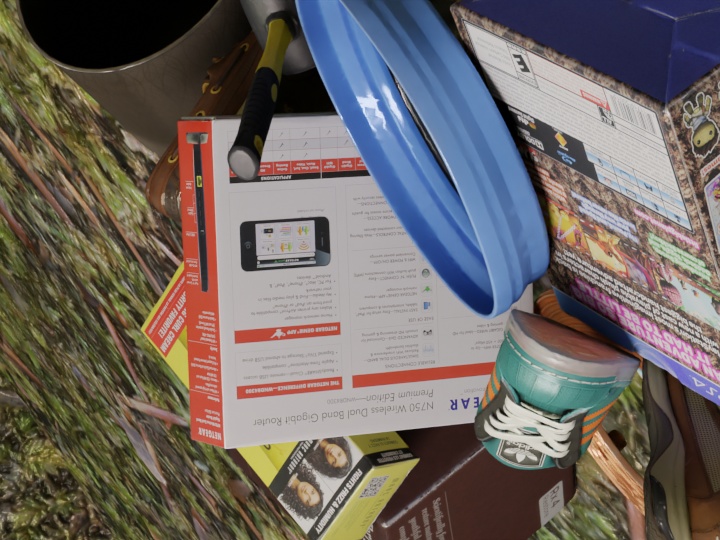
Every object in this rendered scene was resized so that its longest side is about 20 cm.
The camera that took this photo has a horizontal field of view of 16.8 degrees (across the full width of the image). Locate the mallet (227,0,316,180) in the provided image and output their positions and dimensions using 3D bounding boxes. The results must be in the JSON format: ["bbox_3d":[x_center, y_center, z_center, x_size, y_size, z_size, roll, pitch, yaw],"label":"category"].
[{"bbox_3d":[-0.052,-0.112,1.274,0.200,0.041,0.066,-72,-38,-65],"label":"mallet"}]

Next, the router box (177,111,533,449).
[{"bbox_3d":[0.000,0.000,1.361,0.049,0.200,0.180,7,99,62],"label":"router box"}]

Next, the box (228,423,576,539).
[{"bbox_3d":[0.021,0.101,1.661,0.200,0.164,0.166,43,160,30],"label":"box"}]

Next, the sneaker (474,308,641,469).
[{"bbox_3d":[0.098,0.068,1.257,0.071,0.080,0.200,22,-179,8],"label":"sneaker"}]

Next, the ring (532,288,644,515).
[{"bbox_3d":[0.169,0.089,1.384,0.200,0.019,0.201,46,162,20],"label":"ring"}]

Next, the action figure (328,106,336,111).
[{"bbox_3d":[-0.027,-0.075,1.473,0.118,0.200,0.055,4,159,4],"label":"action figure"}]

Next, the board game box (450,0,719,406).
[{"bbox_3d":[0.152,-0.050,1.155,0.159,0.097,0.200,33,154,48],"label":"board game box"}]

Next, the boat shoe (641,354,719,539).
[{"bbox_3d":[0.178,0.092,1.192,0.200,0.074,0.076,-81,-20,-55],"label":"boat shoe"}]

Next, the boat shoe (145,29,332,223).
[{"bbox_3d":[-0.061,-0.107,1.420,0.067,0.200,0.072,12,147,26],"label":"boat shoe"}]

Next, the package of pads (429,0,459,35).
[{"bbox_3d":[0.013,-0.191,1.290,0.155,0.068,0.200,56,163,-6],"label":"package of pads"}]

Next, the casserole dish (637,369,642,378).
[{"bbox_3d":[0.214,0.077,1.338,0.200,0.039,0.121,49,162,15],"label":"casserole dish"}]

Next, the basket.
[{"bbox_3d":[-0.123,-0.159,1.563,0.136,0.181,0.200,29,164,18],"label":"basket"}]

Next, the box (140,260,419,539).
[{"bbox_3d":[-0.053,0.078,1.546,0.200,0.050,0.075,50,119,27],"label":"box"}]

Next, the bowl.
[{"bbox_3d":[0.032,-0.072,1.232,0.201,0.039,0.201,58,171,14],"label":"bowl"}]
